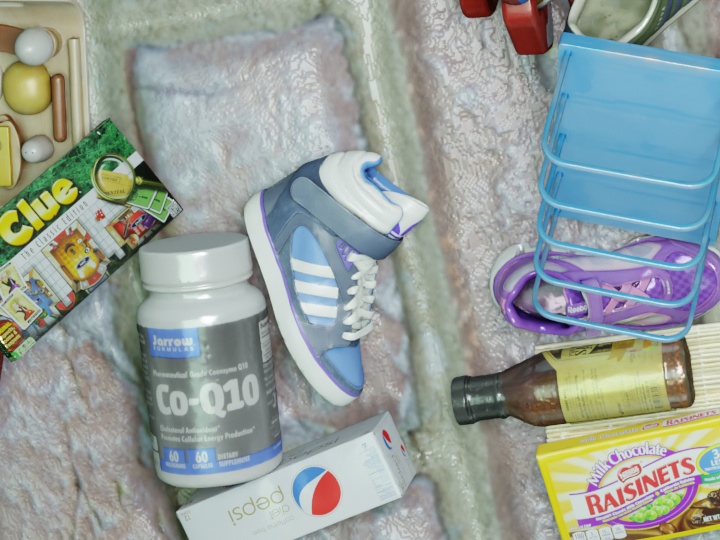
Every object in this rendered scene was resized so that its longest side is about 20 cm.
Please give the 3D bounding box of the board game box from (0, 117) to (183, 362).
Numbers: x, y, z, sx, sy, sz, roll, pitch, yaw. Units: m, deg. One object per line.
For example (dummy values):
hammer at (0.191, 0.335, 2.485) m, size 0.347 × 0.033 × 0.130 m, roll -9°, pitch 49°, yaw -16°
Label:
board game box at (-0.253, -0.027, 1.600) m, size 0.200 × 0.023 × 0.105 m, roll -44°, pitch 100°, yaw -23°

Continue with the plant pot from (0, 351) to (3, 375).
plant pot at (-0.421, 0.079, 1.647) m, size 0.198 × 0.200 × 0.178 m, roll 4°, pitch 118°, yaw 20°

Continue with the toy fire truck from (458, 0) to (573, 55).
toy fire truck at (0.119, -0.265, 1.452) m, size 0.111 × 0.168 × 0.202 m, roll -2°, pitch 102°, yaw 14°

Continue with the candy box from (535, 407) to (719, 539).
candy box at (0.255, 0.175, 1.585) m, size 0.198 × 0.026 × 0.103 m, roll -14°, pitch 106°, yaw 16°

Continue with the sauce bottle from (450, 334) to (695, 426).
sauce bottle at (0.173, 0.095, 1.560) m, size 0.198 × 0.066 × 0.067 m, roll -8°, pitch 100°, yaw 14°

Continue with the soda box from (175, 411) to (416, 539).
soda box at (-0.056, 0.194, 1.649) m, size 0.199 × 0.068 × 0.064 m, roll -23°, pitch 96°, yaw 17°

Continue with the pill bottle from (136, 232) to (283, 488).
pill bottle at (-0.131, 0.074, 1.617) m, size 0.113 × 0.114 × 0.202 m, roll -3°, pitch 102°, yaw 14°

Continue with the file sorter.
file sorter at (0.202, -0.056, 1.428) m, size 0.138 × 0.123 × 0.201 m, roll 12°, pitch 145°, yaw 11°

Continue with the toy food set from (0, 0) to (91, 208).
toy food set at (-0.311, -0.139, 1.641) m, size 0.142 × 0.060 × 0.202 m, roll 2°, pitch 102°, yaw 13°

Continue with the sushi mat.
sushi mat at (0.248, 0.097, 1.583) m, size 0.198 × 0.012 × 0.097 m, roll -8°, pitch 99°, yaw 15°

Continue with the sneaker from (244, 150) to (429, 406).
sneaker at (0.000, 0.000, 1.585) m, size 0.146 × 0.081 × 0.201 m, roll -22°, pitch 91°, yaw 21°

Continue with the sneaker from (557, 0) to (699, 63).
sneaker at (0.223, -0.227, 1.443) m, size 0.067 × 0.090 × 0.200 m, roll 40°, pitch 86°, yaw 14°

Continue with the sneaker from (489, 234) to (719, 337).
sneaker at (0.198, 0.019, 1.538) m, size 0.198 × 0.088 × 0.081 m, roll -4°, pitch 102°, yaw 14°
